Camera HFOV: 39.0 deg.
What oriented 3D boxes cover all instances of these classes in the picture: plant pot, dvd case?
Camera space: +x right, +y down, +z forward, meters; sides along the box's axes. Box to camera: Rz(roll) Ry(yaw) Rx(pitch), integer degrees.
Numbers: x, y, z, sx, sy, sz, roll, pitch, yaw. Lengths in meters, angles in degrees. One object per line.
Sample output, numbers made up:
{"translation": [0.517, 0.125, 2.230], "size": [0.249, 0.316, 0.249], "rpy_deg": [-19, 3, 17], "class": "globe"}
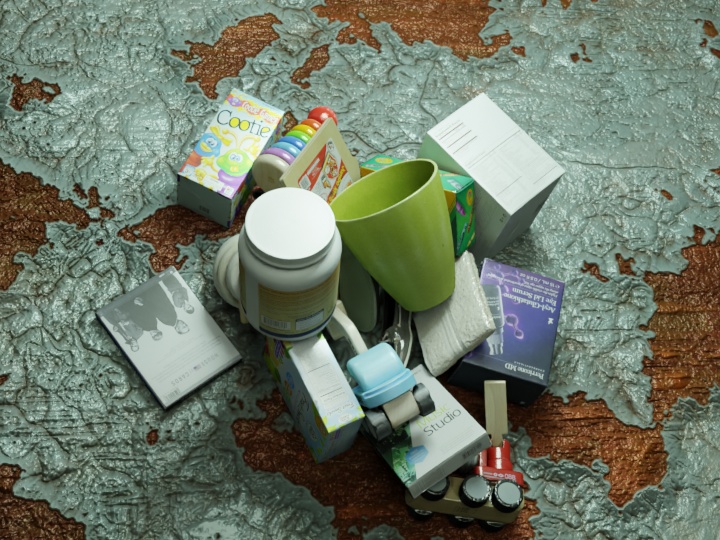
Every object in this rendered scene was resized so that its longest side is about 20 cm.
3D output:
{"translation": [0.072, -0.043, 1.606], "size": [0.187, 0.187, 0.200], "rpy_deg": [-37, 115, -24], "class": "plant pot"}
{"translation": [-0.307, 0.106, 1.627], "size": [0.150, 0.025, 0.200], "rpy_deg": [-33, 74, -23], "class": "dvd case"}

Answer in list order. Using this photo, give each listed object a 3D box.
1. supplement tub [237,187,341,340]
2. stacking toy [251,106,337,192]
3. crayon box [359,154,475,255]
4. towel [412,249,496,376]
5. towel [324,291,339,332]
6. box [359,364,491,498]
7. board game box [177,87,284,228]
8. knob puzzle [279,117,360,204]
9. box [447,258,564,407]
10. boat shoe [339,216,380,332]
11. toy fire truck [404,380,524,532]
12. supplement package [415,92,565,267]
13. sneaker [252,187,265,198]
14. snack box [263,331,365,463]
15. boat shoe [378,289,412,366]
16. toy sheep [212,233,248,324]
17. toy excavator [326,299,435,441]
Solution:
{"translation": [-0.100, -0.007, 1.435], "size": [0.144, 0.200, 0.145], "rpy_deg": [2, 55, -4], "class": "supplement tub"}
{"translation": [-0.101, -0.215, 1.732], "size": [0.085, 0.085, 0.200], "rpy_deg": [30, 54, 6], "class": "stacking toy"}
{"translation": [0.096, -0.112, 1.704], "size": [0.200, 0.119, 0.058], "rpy_deg": [19, 38, 34], "class": "crayon box"}
{"translation": [0.146, 0.063, 1.646], "size": [0.034, 0.132, 0.200], "rpy_deg": [33, 28, -31], "class": "towel"}
{"translation": [-0.078, -0.006, 1.663], "size": [0.022, 0.147, 0.201], "rpy_deg": [-18, 58, 24], "class": "towel"}
{"translation": [0.087, 0.240, 1.550], "size": [0.144, 0.036, 0.200], "rpy_deg": [-32, 36, -11], "class": "box"}
{"translation": [-0.222, -0.194, 1.747], "size": [0.105, 0.103, 0.200], "rpy_deg": [25, 62, 3], "class": "board game box"}
{"translation": [-0.057, -0.124, 1.699], "size": [0.030, 0.220, 0.220], "rpy_deg": [-2, 55, 34], "class": "knob puzzle"}
{"translation": [0.241, 0.103, 1.680], "size": [0.148, 0.104, 0.200], "rpy_deg": [16, 62, -3], "class": "box"}
{"translation": [0.000, 0.000, 1.684], "size": [0.061, 0.072, 0.202], "rpy_deg": [-25, 103, -52], "class": "boat shoe"}
{"translation": [0.167, 0.280, 1.579], "size": [0.175, 0.129, 0.200], "rpy_deg": [10, 51, -4], "class": "toy fire truck"}
{"translation": [0.208, -0.153, 1.753], "size": [0.147, 0.191, 0.200], "rpy_deg": [-37, 76, -26], "class": "supplement package"}
{"translation": [-0.144, -0.059, 1.718], "size": [0.084, 0.075, 0.201], "rpy_deg": [-8, 61, -3], "class": "sneaker"}
{"translation": [-0.075, 0.175, 1.551], "size": [0.068, 0.169, 0.200], "rpy_deg": [-23, 69, -19], "class": "snack box"}
{"translation": [0.052, 0.085, 1.673], "size": [0.057, 0.067, 0.200], "rpy_deg": [23, 53, -17], "class": "boat shoe"}
{"translation": [-0.176, 0.003, 1.629], "size": [0.137, 0.200, 0.138], "rpy_deg": [-5, 106, -20], "class": "toy sheep"}
{"translation": [0.013, 0.138, 1.536], "size": [0.100, 0.194, 0.200], "rpy_deg": [-25, 93, -11], "class": "toy excavator"}
